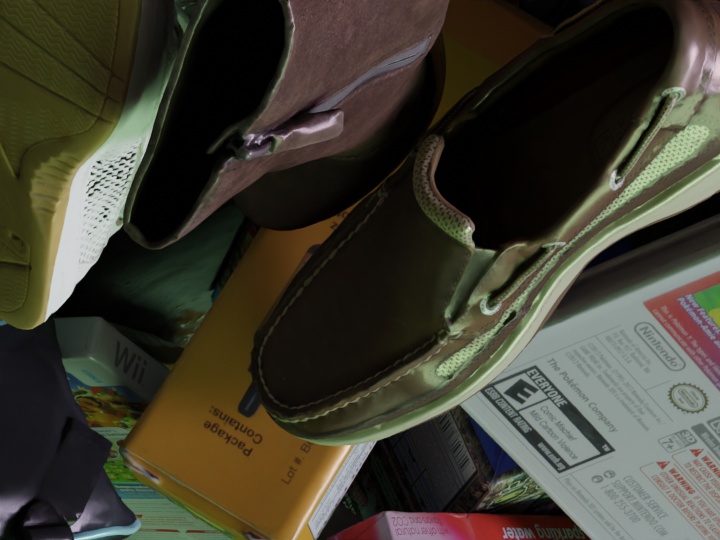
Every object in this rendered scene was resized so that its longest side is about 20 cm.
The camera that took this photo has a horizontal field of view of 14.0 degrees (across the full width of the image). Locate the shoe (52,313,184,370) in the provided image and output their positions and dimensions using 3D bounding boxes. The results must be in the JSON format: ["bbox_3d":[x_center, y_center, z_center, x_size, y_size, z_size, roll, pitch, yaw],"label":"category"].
[{"bbox_3d":[-0.108,0.050,1.221,0.070,0.053,0.200,-57,172,-7],"label":"shoe"}]

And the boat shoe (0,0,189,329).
[{"bbox_3d":[-0.082,-0.063,0.851,0.069,0.071,0.200,-43,168,-32],"label":"boat shoe"}]

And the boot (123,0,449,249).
[{"bbox_3d":[-0.028,-0.053,0.844,0.166,0.072,0.200,-48,171,-46],"label":"boot"}]

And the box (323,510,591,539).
[{"bbox_3d":[0.043,0.150,1.075,0.095,0.100,0.200,-28,160,29],"label":"box"}]

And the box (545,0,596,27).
[{"bbox_3d":[0.187,-0.026,1.133,0.196,0.200,0.117,-19,164,-23],"label":"box"}]

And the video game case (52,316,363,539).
[{"bbox_3d":[-0.096,0.070,1.086,0.143,0.018,0.200,-3,152,33],"label":"video game case"}]

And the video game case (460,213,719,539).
[{"bbox_3d":[0.152,0.052,0.993,0.182,0.023,0.200,-23,130,26],"label":"video game case"}]

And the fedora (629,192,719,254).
[{"bbox_3d":[0.189,-0.036,0.981,0.200,0.092,0.201,1,138,1],"label":"fedora"}]

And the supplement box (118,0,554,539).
[{"bbox_3d":[0.000,0.000,0.990,0.200,0.066,0.069,-57,172,-11],"label":"supplement box"}]

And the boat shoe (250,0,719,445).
[{"bbox_3d":[0.034,-0.021,0.887,0.202,0.075,0.075,-41,151,20],"label":"boat shoe"}]

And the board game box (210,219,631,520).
[{"bbox_3d":[0.032,0.028,1.145,0.097,0.160,0.200,-20,165,-21],"label":"board game box"}]

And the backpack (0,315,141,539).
[{"bbox_3d":[-0.201,0.082,0.962,0.176,0.153,0.200,-17,162,-46],"label":"backpack"}]
